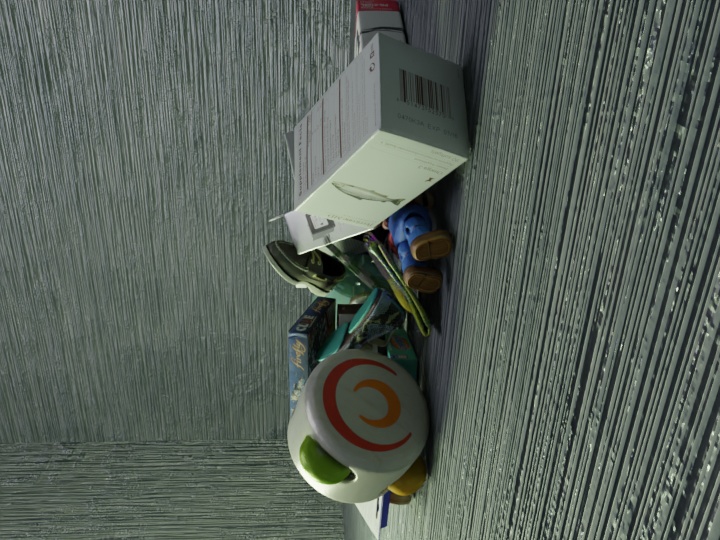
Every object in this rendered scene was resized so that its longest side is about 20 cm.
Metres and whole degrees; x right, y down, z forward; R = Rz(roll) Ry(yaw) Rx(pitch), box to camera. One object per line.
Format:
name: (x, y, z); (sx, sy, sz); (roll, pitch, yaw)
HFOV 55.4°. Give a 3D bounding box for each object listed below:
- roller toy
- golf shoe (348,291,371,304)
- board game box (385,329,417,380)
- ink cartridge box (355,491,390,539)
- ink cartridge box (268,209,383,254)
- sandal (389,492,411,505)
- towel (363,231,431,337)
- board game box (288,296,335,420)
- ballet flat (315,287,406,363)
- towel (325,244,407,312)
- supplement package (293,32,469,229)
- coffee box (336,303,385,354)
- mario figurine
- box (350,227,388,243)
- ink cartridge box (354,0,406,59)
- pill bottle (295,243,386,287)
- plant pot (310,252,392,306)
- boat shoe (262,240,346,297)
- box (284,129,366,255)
roller toy: (-0.004, 0.219, 0.958); (0.141, 0.196, 0.185); (117, 150, -45)
golf shoe: (0.032, 0.126, 1.239); (0.093, 0.071, 0.202); (-117, 6, -52)
board game box: (0.059, 0.215, 1.121); (0.152, 0.044, 0.205); (-104, 15, -77)
ink cartridge box: (0.015, 0.335, 1.087); (0.200, 0.036, 0.097); (-152, 66, -73)
ink cartridge box: (-0.030, -0.083, 1.031); (0.115, 0.198, 0.068); (-27, -82, -49)
sandal: (0.040, 0.371, 1.171); (0.212, 0.076, 0.071); (-154, 70, -80)
towel: (0.048, 0.014, 0.952); (0.145, 0.023, 0.200); (58, -179, -8)
board game box: (-0.077, 0.163, 1.122); (0.136, 0.034, 0.204); (-51, -34, -64)
ballet flat: (0.001, 0.101, 1.005); (0.200, 0.073, 0.076); (-46, 38, 48)
towel: (0.000, 0.000, 1.178); (0.023, 0.200, 0.153); (-47, 6, 0)
supplement package: (0.016, -0.146, 0.776); (0.199, 0.115, 0.120); (-33, 53, 54)
coffee box: (-0.002, 0.163, 1.135); (0.113, 0.078, 0.205); (-114, 25, -83)
mario figurine: (0.077, -0.067, 0.871); (0.123, 0.105, 0.202); (-42, 37, 19)
box: (-0.004, -0.164, 1.132); (0.202, 0.146, 0.126); (95, -165, -52)
ink cartridge box: (0.033, -0.372, 1.239); (0.146, 0.082, 0.203); (94, 174, -46)
pill bottle: (-0.043, -0.011, 1.481); (0.116, 0.195, 0.119); (-179, 90, -86)
plant pot: (-0.022, 0.085, 1.374); (0.202, 0.196, 0.199); (-96, 15, -54)
boat shoe: (-0.087, -0.013, 1.101); (0.073, 0.060, 0.201); (61, -167, 25)
box: (-0.055, -0.161, 1.384); (0.201, 0.128, 0.202); (70, -176, -53)
